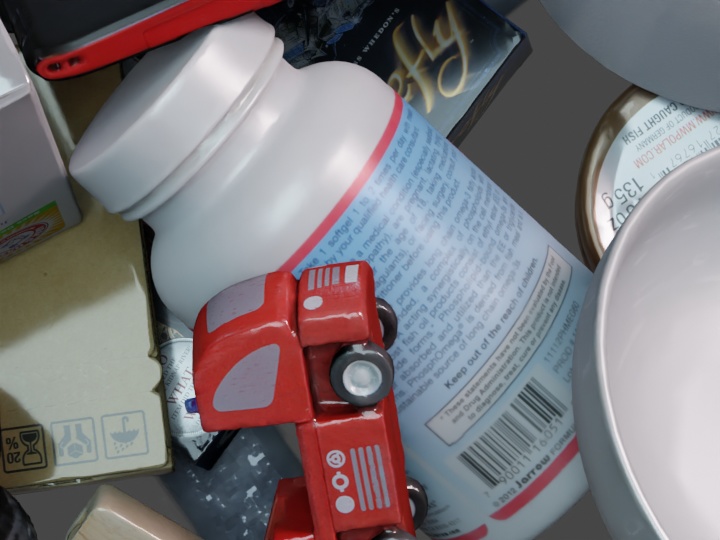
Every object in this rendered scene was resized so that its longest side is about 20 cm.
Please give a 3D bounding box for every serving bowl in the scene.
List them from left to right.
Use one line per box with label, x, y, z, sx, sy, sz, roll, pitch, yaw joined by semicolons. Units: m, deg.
serving bowl;0.152;0.057;0.981;0.199;0.066;0.201;11;61;-21

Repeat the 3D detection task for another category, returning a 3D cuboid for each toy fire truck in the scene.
toy fire truck;-0.046;0.100;0.968;0.140;0.049;0.201;-8;111;5

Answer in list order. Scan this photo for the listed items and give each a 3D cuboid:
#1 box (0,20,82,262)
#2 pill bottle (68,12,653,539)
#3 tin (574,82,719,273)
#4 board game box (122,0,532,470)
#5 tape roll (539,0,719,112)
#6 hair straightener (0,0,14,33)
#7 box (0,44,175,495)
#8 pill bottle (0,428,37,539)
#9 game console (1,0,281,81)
box;-0.166;-0.060;0.962;0.101;0.200;0.113;-28;80;-6
pill bottle;0.000;0.000;1.013;0.200;0.109;0.109;42;89;-15
tin;0.157;0.012;1.064;0.112;0.042;0.200;-36;80;5
board game box;-0.050;-0.046;1.096;0.135;0.035;0.200;37;88;10
tape roll;0.145;-0.171;1.020;0.202;0.139;0.204;-1;71;4
hair straightener;-0.047;-0.134;1.060;0.199;0.041;0.077;-21;38;-5
box;-0.175;0.006;1.064;0.199;0.021;0.164;-8;82;0
pill bottle;-0.164;0.134;1.006;0.111;0.112;0.201;6;114;7
game console;-0.053;-0.150;1.024;0.176;0.031;0.200;-20;37;-5
